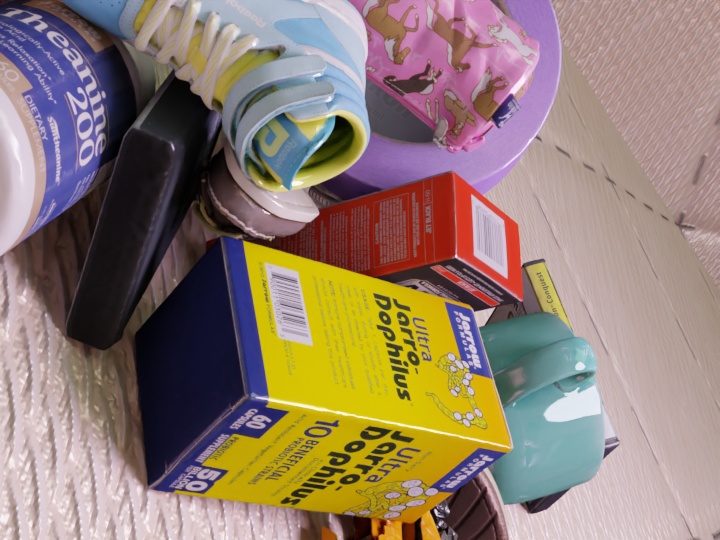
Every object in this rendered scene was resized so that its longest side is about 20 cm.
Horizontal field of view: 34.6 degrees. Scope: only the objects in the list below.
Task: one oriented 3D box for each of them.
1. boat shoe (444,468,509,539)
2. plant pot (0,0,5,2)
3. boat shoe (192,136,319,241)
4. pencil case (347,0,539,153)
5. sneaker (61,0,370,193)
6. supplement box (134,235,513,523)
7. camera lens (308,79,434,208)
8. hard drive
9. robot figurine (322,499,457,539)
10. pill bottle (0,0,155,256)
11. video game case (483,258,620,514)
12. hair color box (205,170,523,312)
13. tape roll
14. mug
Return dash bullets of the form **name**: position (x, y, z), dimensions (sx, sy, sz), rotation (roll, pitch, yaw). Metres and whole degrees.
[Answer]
- **boat shoe**: position (0.061, 0.146, 0.929), dimensions (0.204, 0.074, 0.075), rotation (61, 16, -1)
- **plant pot**: position (-0.164, -0.246, 0.754), dimensions (0.178, 0.197, 0.201), rotation (61, 20, -25)
- **boat shoe**: position (-0.070, -0.047, 0.710), dimensions (0.072, 0.059, 0.200), rotation (46, 7, -11)
- **pencil case**: position (0.015, -0.159, 0.712), dimensions (0.199, 0.083, 0.087), rotation (37, 42, -5)
- **sneaker**: position (-0.073, -0.111, 0.595), dimensions (0.197, 0.080, 0.132), rotation (15, 44, -28)
- **supplement box**: position (-0.022, 0.073, 0.704), dimensions (0.198, 0.109, 0.111), rotation (15, 46, -36)
- **camera lens**: position (0.007, -0.112, 0.923), dimensions (0.162, 0.158, 0.200), rotation (64, -8, 8)
- **hard drive**: position (-0.117, -0.062, 0.701), dimensions (0.032, 0.141, 0.201), rotation (22, 30, -5)
- **robot figurine**: position (0.018, 0.193, 0.794), dimensions (0.145, 0.058, 0.202), rotation (46, 27, -35)
- **pill bottle**: position (-0.181, -0.083, 0.609), dimensions (0.112, 0.110, 0.200), rotation (56, 22, -12)
- **video game case**: position (0.167, 0.115, 1.096), dimensions (0.201, 0.025, 0.183), rotation (111, -37, -61)
- **hair color box**: position (0.000, 0.000, 0.785), dimensions (0.101, 0.198, 0.062), rotation (29, 55, -51)
- **tape roll**: position (0.035, -0.143, 0.796), dimensions (0.202, 0.198, 0.066), rotation (64, -9, 8)
- **mug**: position (0.124, 0.109, 0.987), dimensions (0.152, 0.113, 0.187), rotation (-124, -154, -52)
